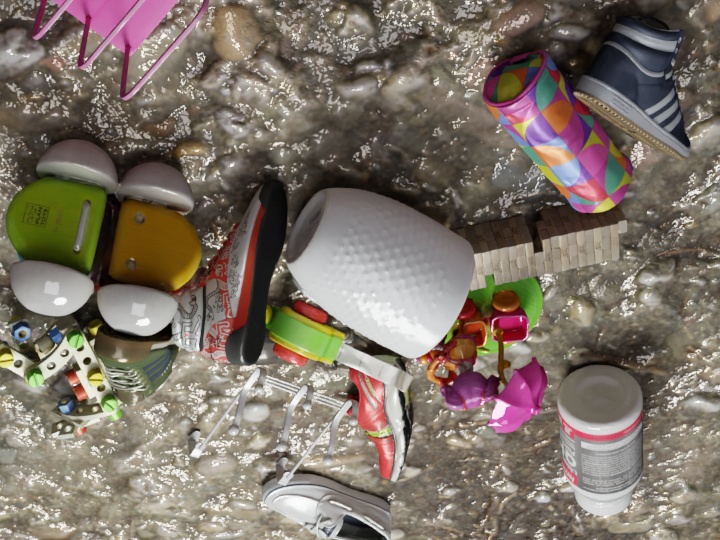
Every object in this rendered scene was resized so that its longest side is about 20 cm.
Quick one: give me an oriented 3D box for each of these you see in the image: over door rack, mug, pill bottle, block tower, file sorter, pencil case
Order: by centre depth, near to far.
[{"bbox_3d":[-0.242,-0.270,0.933,0.199,0.126,0.139,34,116,-30],"label":"file sorter"},{"bbox_3d":[0.212,-0.145,1.137,0.088,0.089,0.200,-35,127,18],"label":"pencil case"},{"bbox_3d":[0.000,0.000,1.189,0.174,0.149,0.199,28,150,-20],"label":"mug"},{"bbox_3d":[0.206,-0.031,1.241,0.197,0.054,0.058,-13,130,2],"label":"block tower"},{"bbox_3d":[-0.111,0.210,1.348,0.146,0.067,0.200,23,134,-24],"label":"over door rack"},{"bbox_3d":[0.322,0.233,1.431,0.109,0.111,0.202,-12,129,1],"label":"pill bottle"}]

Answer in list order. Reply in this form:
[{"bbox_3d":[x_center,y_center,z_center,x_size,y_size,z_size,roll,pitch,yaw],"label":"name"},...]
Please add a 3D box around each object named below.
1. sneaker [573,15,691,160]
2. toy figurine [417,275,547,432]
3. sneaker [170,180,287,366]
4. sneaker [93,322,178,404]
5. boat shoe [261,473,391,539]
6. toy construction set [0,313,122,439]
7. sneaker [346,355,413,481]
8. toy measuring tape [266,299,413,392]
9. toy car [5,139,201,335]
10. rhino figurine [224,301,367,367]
[{"bbox_3d":[0.309,-0.193,1.120,0.199,0.070,0.110,21,98,-45],"label":"sneaker"},{"bbox_3d":[0.138,0.106,1.254,0.197,0.185,0.152,-8,129,-2],"label":"toy figurine"},{"bbox_3d":[-0.148,-0.004,1.169,0.107,0.204,0.067,9,177,23],"label":"sneaker"},{"bbox_3d":[-0.245,0.106,1.177,0.066,0.200,0.091,16,94,5],"label":"sneaker"},{"bbox_3d":[-0.042,0.336,1.481,0.198,0.066,0.074,15,125,-20],"label":"boat shoe"},{"bbox_3d":[-0.336,0.126,1.251,0.130,0.092,0.201,-30,139,-17],"label":"toy construction set"},{"bbox_3d":[0.022,0.186,1.384,0.084,0.077,0.202,3,125,13],"label":"sneaker"},{"bbox_3d":[-0.033,0.086,1.190,0.198,0.074,0.074,26,123,0],"label":"toy measuring tape"},{"bbox_3d":[-0.272,-0.026,1.120,0.198,0.178,0.150,15,162,-22],"label":"toy car"},{"bbox_3d":[-0.088,0.081,1.274,0.197,0.061,0.088,4,148,-13],"label":"rhino figurine"}]
